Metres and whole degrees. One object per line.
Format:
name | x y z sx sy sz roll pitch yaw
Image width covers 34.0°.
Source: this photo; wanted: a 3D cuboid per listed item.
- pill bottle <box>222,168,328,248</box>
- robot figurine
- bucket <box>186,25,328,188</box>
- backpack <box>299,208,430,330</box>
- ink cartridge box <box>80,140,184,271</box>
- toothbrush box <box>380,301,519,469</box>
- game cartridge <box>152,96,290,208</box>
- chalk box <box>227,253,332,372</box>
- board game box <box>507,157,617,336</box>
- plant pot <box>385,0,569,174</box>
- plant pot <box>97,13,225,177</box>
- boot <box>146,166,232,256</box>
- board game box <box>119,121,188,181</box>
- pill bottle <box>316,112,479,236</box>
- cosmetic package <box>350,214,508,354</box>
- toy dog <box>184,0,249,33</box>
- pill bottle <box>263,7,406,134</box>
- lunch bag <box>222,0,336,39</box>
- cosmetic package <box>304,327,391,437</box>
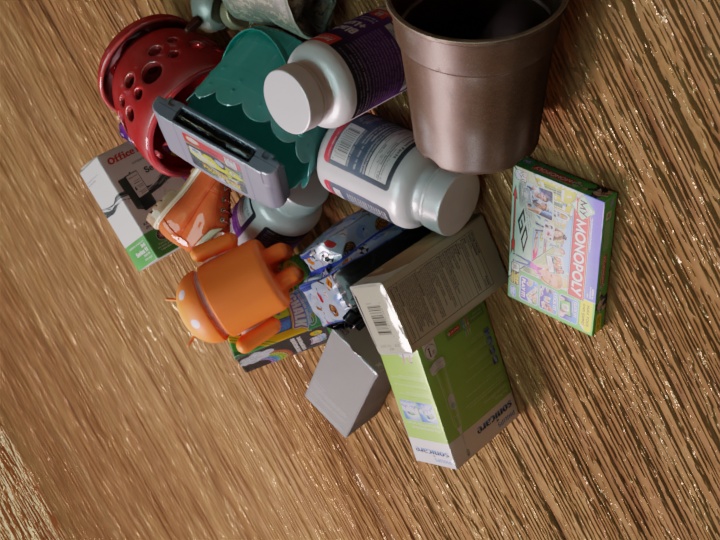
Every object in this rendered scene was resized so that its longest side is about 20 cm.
pill bottle | -0.125 -0.089 1.770 0.112 0.111 0.200 54 145 4
robot figurine | -0.180 0.032 1.704 0.144 0.199 0.117 60 -175 -35
bucket | -0.121 -0.224 1.600 0.206 0.135 0.207 29 163 10
backpack | 0.000 0.000 1.649 0.155 0.199 0.190 59 151 5
ink cartridge box | -0.360 -0.124 2.005 0.083 0.146 0.201 -27 96 53
toothbrush box | 0.123 0.150 1.642 0.086 0.145 0.201 1 118 49
game cartridge | -0.190 -0.158 1.616 0.199 0.041 0.133 30 168 13
chalk box | -0.113 0.058 1.821 0.125 0.199 0.125 79 169 -75
board game box | 0.247 -0.029 1.461 0.134 0.029 0.201 28 135 36
plant pot | 0.131 -0.228 1.320 0.200 0.200 0.199 30 144 32
plant pot | -0.277 -0.271 1.758 0.183 0.200 0.201 49 145 30
boot | -0.212 -0.112 1.740 0.107 0.200 0.075 43 -172 6
board game box | -0.275 -0.201 1.869 0.200 0.120 0.032 34 140 29
pill bottle | 0.051 -0.124 1.542 0.199 0.119 0.120 29 136 32
cosmetic package | 0.092 0.017 1.531 0.071 0.200 0.106 -7 110 52
toy dog | -0.238 -0.418 1.680 0.201 0.096 0.132 57 144 0
pill bottle | -0.022 -0.245 1.466 0.111 0.200 0.112 29 136 33
lunch bag | -0.121 -0.402 1.530 0.163 0.118 0.201 24 144 37
cosmetic package | -0.007 0.162 1.861 0.107 0.090 0.200 45 140 16
